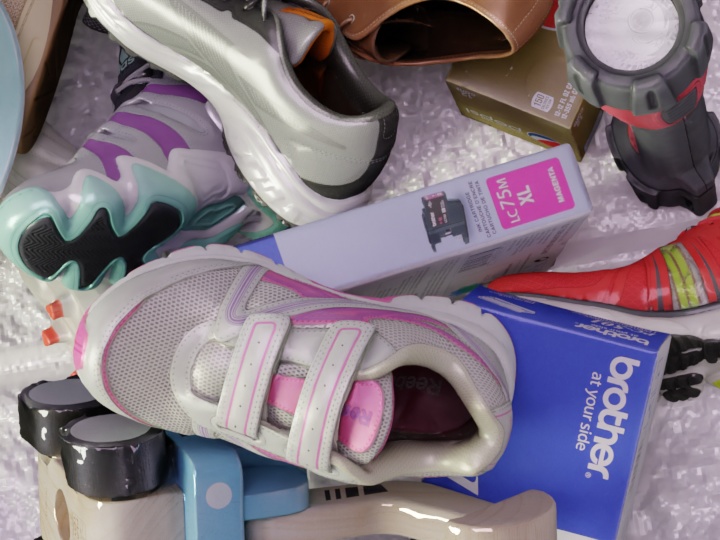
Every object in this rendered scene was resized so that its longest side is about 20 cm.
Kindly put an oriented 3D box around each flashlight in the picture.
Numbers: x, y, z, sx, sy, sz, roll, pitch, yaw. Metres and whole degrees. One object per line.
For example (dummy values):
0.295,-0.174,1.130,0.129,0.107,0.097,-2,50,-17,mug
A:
0.128,-0.082,1.355,0.068,0.200,0.068,10,80,11,flashlight

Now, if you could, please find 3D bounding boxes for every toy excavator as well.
-0.035,0.105,1.335,0.199,0.194,0.100,-9,107,-21,toy excavator

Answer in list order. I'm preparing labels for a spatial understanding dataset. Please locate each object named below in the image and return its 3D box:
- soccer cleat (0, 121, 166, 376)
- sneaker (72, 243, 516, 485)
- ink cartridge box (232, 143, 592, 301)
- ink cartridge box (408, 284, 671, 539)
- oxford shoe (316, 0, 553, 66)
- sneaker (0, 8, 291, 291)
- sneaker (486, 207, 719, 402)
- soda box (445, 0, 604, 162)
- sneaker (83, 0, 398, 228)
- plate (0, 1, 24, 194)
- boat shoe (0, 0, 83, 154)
-0.142,-0.027,1.461,0.077,0.069,0.200,-22,67,-26,soccer cleat
-0.021,0.043,1.271,0.199,0.088,0.082,5,106,-13,sneaker
0.000,0.000,1.376,0.199,0.119,0.042,-20,80,-10,ink cartridge box
0.072,0.116,1.365,0.094,0.044,0.201,14,102,12,ink cartridge box
-0.002,-0.130,1.402,0.199,0.071,0.071,3,54,35,oxford shoe
-0.108,-0.071,1.424,0.078,0.199,0.140,-51,59,41,sneaker
0.155,0.011,1.409,0.199,0.077,0.085,0,57,8,sneaker
0.113,-0.160,1.446,0.067,0.064,0.201,22,81,14,soda box
-0.055,-0.113,1.382,0.200,0.079,0.074,46,43,10,sneaker
-0.245,-0.063,1.396,0.199,0.026,0.201,-11,66,25,plate
-0.168,-0.148,1.456,0.072,0.072,0.201,12,59,2,boat shoe
